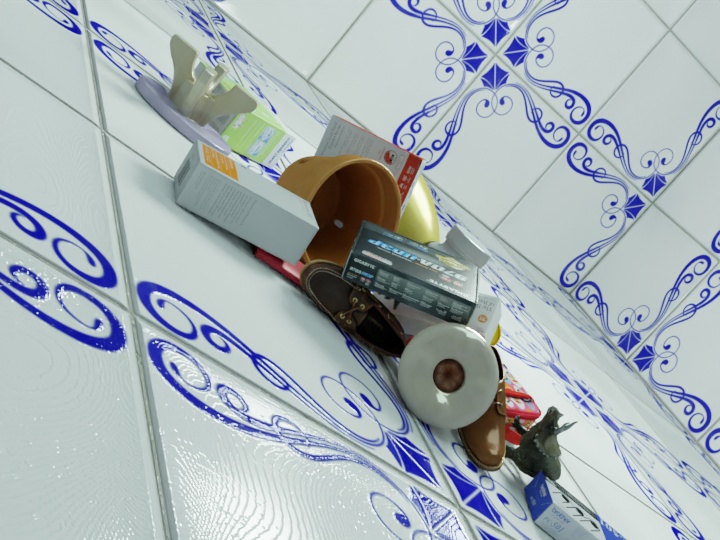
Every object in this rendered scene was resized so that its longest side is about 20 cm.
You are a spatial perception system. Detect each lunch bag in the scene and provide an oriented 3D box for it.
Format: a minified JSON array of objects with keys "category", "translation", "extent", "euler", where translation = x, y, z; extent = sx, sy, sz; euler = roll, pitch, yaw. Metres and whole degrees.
[{"category":"lunch bag","translation":[0.205,0.206,1.717],"extent":[0.177,0.082,0.199],"euler":[52,18,28]}]

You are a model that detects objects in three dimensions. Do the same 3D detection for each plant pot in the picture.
[{"category":"plant pot","translation":[-0.051,-0.101,1.726],"extent":[0.199,0.202,0.140],"euler":[31,0,-42]},{"category":"plant pot","translation":[0.069,-0.072,1.995],"extent":[0.143,0.200,0.199],"euler":[56,17,25]}]

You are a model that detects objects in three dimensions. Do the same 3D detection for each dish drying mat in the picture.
[{"category":"dish drying mat","translation":[-0.086,0.011,1.598],"extent":[0.199,0.018,0.077],"euler":[37,12,-27]}]

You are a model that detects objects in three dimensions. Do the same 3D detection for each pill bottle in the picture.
[{"category":"pill bottle","translation":[0.127,0.024,1.790],"extent":[0.110,0.201,0.111],"euler":[38,11,-9]}]

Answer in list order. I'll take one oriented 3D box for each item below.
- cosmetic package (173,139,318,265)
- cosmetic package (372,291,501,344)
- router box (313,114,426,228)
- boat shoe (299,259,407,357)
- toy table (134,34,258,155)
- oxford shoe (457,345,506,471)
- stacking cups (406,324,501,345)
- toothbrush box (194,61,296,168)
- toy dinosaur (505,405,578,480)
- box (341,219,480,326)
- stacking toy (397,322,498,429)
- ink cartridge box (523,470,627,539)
[{"category":"cosmetic package","translation":[-0.165,-0.097,1.530],"extent":[0.198,0.072,0.102],"euler":[29,17,-24]},{"category":"cosmetic package","translation":[0.115,0.063,1.670],"extent":[0.197,0.083,0.051],"euler":[13,-36,20]},{"category":"router box","translation":[-0.008,-0.137,1.838],"extent":[0.178,0.202,0.049],"euler":[26,9,10]},{"category":"boat shoe","translation":[-0.004,0.058,1.562],"extent":[0.199,0.071,0.070],"euler":[36,9,-27]},{"category":"toy table","translation":[-0.277,-0.301,1.841],"extent":[0.199,0.117,0.184],"euler":[37,12,-18]},{"category":"oxford shoe","translation":[0.183,0.196,1.555],"extent":[0.070,0.072,0.202],"euler":[10,48,-12]},{"category":"stacking cups","translation":[0.150,0.118,1.764],"extent":[0.198,0.061,0.061],"euler":[-13,51,-44]},{"category":"toothbrush box","translation":[-0.234,-0.291,2.020],"extent":[0.146,0.086,0.199],"euler":[47,13,25]},{"category":"toy dinosaur","translation":[0.266,0.284,1.608],"extent":[0.102,0.077,0.202],"euler":[28,-35,35]},{"category":"box","translation":[0.077,0.002,1.577],"extent":[0.197,0.047,0.159],"euler":[23,21,0]},{"category":"stacking toy","translation":[0.113,0.151,1.569],"extent":[0.146,0.147,0.200],"euler":[41,-7,-3]},{"category":"ink cartridge box","translation":[0.330,0.385,1.552],"extent":[0.199,0.044,0.094],"euler":[40,14,-13]}]
